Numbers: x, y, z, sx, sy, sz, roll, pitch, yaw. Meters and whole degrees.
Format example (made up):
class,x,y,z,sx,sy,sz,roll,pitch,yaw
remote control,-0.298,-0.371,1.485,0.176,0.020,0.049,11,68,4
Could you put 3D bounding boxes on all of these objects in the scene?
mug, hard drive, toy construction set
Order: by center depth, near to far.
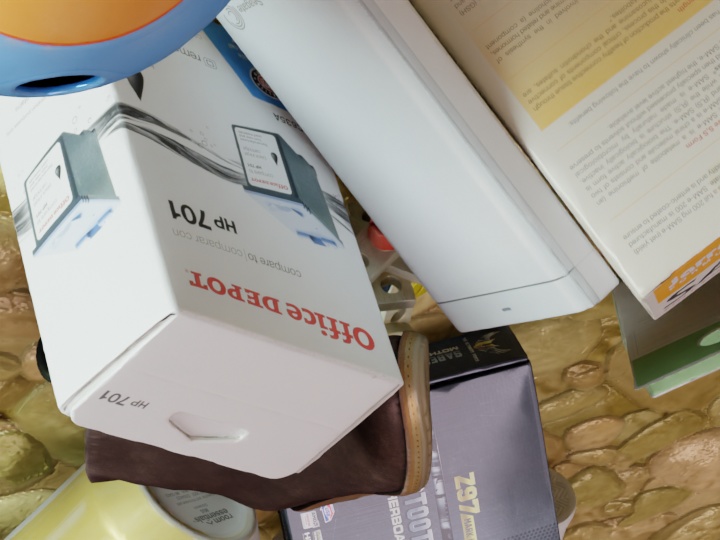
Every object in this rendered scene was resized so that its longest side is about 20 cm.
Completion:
class,x,y,z,sx,sy,sz,roll,pitch,yaw
hard drive,0.020,-0.060,1.205,0.027,0.200,0.132,-42,-168,-22
toy construction set,0.000,0.000,1.374,0.131,0.092,0.200,-27,167,-25
mug,-0.133,0.186,1.514,0.149,0.187,0.153,28,118,-21

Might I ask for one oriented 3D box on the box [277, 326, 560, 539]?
class,x,y,z,sx,sy,sz,roll,pitch,yaw
box,0.033,0.144,1.566,0.157,0.051,0.200,-14,118,-8

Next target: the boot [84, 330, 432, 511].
class,x,y,z,sx,sy,sz,roll,pitch,yaw
boot,-0.053,0.078,1.319,0.166,0.073,0.200,2,161,-7

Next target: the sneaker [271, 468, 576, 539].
class,x,y,z,sx,sy,sz,roll,pitch,yaw
sneaker,0.035,0.194,1.687,0.200,0.074,0.116,-10,141,-16

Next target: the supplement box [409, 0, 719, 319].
class,x,y,z,sx,sy,sz,roll,pitch,yaw
supplement box,0.118,-0.096,1.193,0.126,0.200,0.074,-37,167,3

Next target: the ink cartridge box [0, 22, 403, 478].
class,x,y,z,sx,sy,sz,roll,pitch,yaw
ink cartridge box,-0.080,-0.021,1.223,0.146,0.200,0.086,20,130,-43

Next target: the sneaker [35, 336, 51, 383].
class,x,y,z,sx,sy,sz,roll,pitch,yaw
sneaker,-0.125,0.046,1.409,0.087,0.074,0.200,-13,144,-3

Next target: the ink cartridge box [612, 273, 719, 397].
class,x,y,z,sx,sy,sz,roll,pitch,yaw
ink cartridge box,0.214,0.022,1.450,0.145,0.200,0.048,-25,105,8

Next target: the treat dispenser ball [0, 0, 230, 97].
class,x,y,z,sx,sy,sz,roll,pitch,yaw
treat dispenser ball,-0.126,-0.166,1.004,0.200,0.201,0.201,-13,145,-9
